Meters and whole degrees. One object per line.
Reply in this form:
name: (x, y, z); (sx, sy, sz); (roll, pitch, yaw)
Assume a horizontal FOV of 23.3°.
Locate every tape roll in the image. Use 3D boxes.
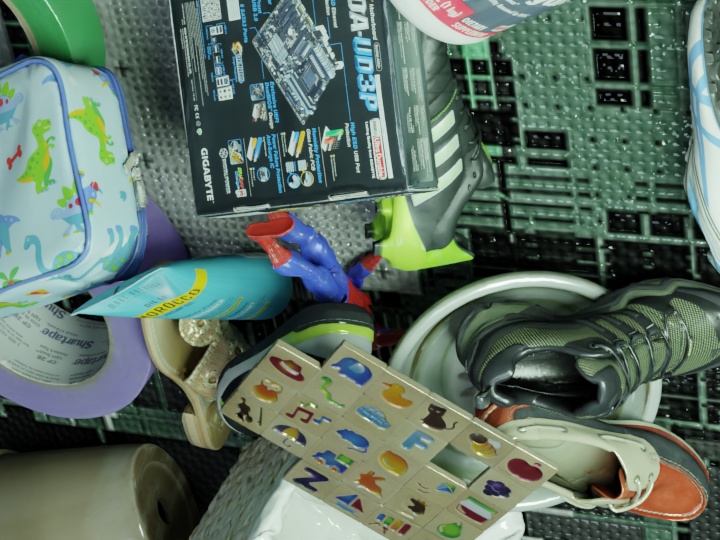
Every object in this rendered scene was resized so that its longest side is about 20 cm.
tape roll: (-0.282, -0.169, 1.251); (0.200, 0.048, 0.201); (12, 130, 15)
tape roll: (-0.235, 0.012, 1.347); (0.200, 0.085, 0.200); (12, 130, 15)

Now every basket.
basket: (-0.013, 0.223, 1.339); (0.200, 0.198, 0.161); (43, 135, -12)

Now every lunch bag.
lunch bag: (-0.243, -0.054, 1.197); (0.200, 0.082, 0.161); (-19, 78, 31)

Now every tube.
tube: (-0.116, 0.012, 1.220); (0.077, 0.200, 0.050); (-31, 77, 23)

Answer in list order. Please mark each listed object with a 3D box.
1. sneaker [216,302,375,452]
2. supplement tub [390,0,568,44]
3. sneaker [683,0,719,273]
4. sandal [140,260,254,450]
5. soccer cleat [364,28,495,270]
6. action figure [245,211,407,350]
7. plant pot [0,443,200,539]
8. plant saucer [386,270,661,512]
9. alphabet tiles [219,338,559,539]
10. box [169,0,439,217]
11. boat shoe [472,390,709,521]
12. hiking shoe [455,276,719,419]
sneaker: (-0.049, 0.093, 1.237); (0.072, 0.083, 0.200); (5, 153, -24)
supplement tub: (0.106, -0.222, 0.970); (0.200, 0.140, 0.140); (-21, 115, 36)
sneaker: (0.225, -0.079, 1.079); (0.072, 0.072, 0.200); (17, 129, 48)
sandal: (-0.106, 0.068, 1.332); (0.070, 0.078, 0.212); (9, 143, 16)
soccer cleat: (0.049, -0.092, 1.156); (0.081, 0.068, 0.200); (-3, 121, -11)
action figure: (0.000, 0.000, 1.229); (0.099, 0.065, 0.200); (-13, 146, 14)
plant pot: (-0.234, 0.227, 1.464); (0.173, 0.200, 0.200); (-21, 116, 16)
plant saucer: (0.111, 0.079, 1.237); (0.200, 0.050, 0.200); (-2, 120, -4)
alphabet tiles: (0.009, 0.120, 1.181); (0.200, 0.008, 0.167); (31, 139, -9)
box: (-0.040, -0.139, 1.103); (0.159, 0.046, 0.200); (-6, 92, 29)
boat shoe: (0.165, 0.135, 1.209); (0.200, 0.063, 0.071); (26, 113, -24)
hiking shoe: (0.166, 0.063, 1.146); (0.200, 0.101, 0.076); (-8, 122, -1)
